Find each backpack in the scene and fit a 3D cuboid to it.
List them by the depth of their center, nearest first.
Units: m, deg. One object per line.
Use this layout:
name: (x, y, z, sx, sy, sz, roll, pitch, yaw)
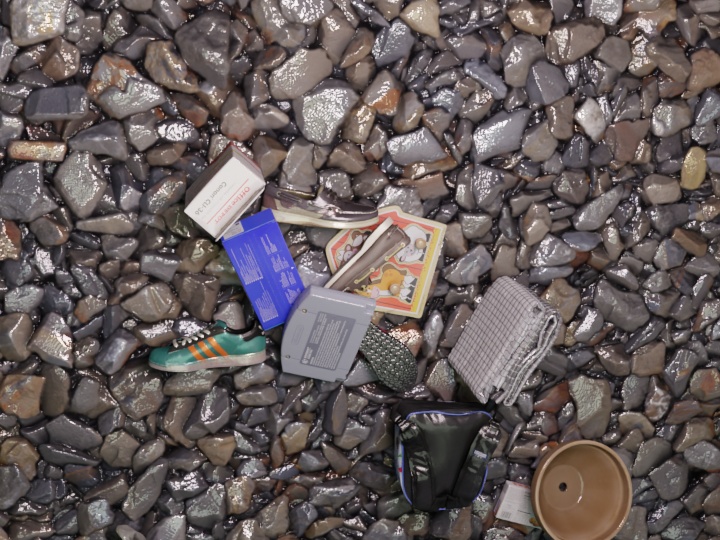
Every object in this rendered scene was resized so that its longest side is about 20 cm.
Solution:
backpack: (0.141, 0.327, 1.683, 0.199, 0.154, 0.191, 3, 97, -5)

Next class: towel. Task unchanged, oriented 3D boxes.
towel: (0.254, 0.126, 1.639, 0.085, 0.166, 0.200, 25, 100, -22)

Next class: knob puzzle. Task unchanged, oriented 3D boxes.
knob puzzle: (0.036, -0.017, 1.629, 0.219, 0.030, 0.220, -3, 106, -9)

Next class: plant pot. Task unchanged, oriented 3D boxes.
plant pot: (0.401, 0.415, 1.771, 0.200, 0.093, 0.201, 0, 89, -16)

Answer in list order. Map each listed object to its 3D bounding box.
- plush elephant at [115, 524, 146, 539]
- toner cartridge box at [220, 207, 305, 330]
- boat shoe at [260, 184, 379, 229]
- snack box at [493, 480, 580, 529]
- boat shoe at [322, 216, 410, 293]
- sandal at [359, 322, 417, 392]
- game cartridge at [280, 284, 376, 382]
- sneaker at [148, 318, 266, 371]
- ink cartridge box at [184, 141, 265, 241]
plush elephant: (-0.400, 0.546, 1.647, 0.200, 0.165, 0.155, -34, 126, -29)
toner cartridge box: (-0.155, 0.001, 1.561, 0.095, 0.043, 0.200, -22, 127, -3)
boat shoe: (-0.066, -0.109, 1.562, 0.199, 0.072, 0.065, 4, 107, -3)
snack box: (0.362, 0.468, 1.828, 0.200, 0.024, 0.072, 18, 100, -14)
boat shoe: (0.000, 0.000, 1.580, 0.060, 0.072, 0.200, 42, 99, -4)
sandal: (0.026, 0.133, 1.669, 0.200, 0.045, 0.075, 45, 89, -4)
game cartridge: (-0.064, 0.108, 1.597, 0.133, 0.041, 0.200, 11, 132, -13)
sneaker: (-0.261, 0.122, 1.598, 0.199, 0.071, 0.080, -5, 102, -14)
ink cartridge box: (-0.213, -0.125, 1.464, 0.067, 0.200, 0.117, 41, 95, -18)
